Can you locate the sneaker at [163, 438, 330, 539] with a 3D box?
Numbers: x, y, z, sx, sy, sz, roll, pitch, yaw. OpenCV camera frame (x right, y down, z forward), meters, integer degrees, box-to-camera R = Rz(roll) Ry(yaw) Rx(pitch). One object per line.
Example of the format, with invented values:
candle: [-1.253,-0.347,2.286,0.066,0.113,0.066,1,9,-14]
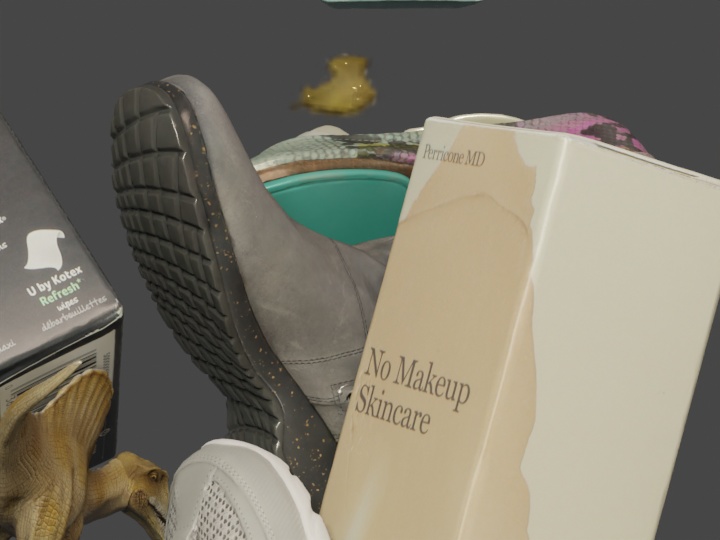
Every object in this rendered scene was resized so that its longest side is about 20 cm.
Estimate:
sneaker: [-0.057,0.144,0.829,0.082,0.075,0.200,18,59,-28]

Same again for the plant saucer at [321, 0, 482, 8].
plant saucer: [0.007,-0.192,1.085,0.070,0.019,0.200,-1,63,-9]

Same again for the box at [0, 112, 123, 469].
box: [-0.176,-0.015,0.902,0.106,0.122,0.200,-26,69,-20]

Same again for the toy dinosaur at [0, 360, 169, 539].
toy dinosaur: [-0.111,0.073,0.836,0.058,0.200,0.101,29,80,14]

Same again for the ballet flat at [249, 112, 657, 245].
ballet flat: [0.018,-0.029,0.977,0.200,0.069,0.071,-6,37,-19]

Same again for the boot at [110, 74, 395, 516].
boot: [0.000,0.000,0.910,0.132,0.200,0.070,-30,27,-21]

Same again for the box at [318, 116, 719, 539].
box: [0.049,0.056,0.857,0.078,0.095,0.200,16,87,-30]
